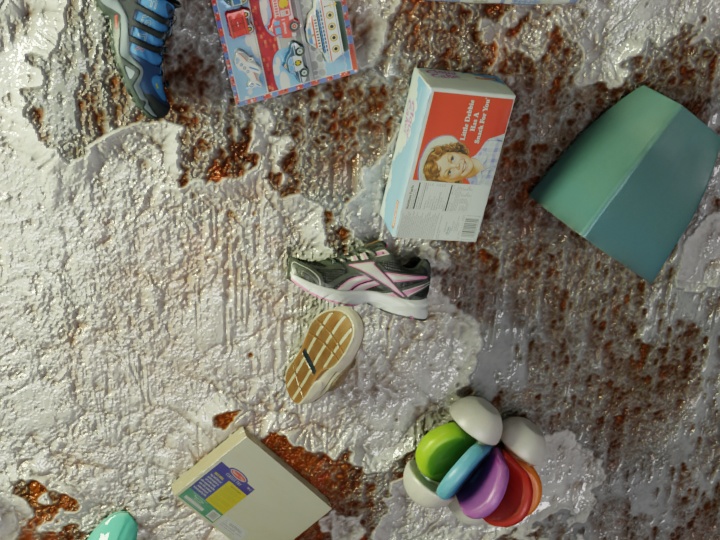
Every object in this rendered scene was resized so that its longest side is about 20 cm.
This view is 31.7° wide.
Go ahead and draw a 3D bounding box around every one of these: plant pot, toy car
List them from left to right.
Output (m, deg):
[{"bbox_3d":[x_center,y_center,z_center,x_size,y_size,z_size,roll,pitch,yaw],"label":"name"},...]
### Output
[{"bbox_3d":[0.171,0.290,1.778,0.199,0.150,0.175,27,109,-30],"label":"toy car"},{"bbox_3d":[0.347,-0.121,1.602,0.141,0.141,0.200,29,100,-31],"label":"plant pot"}]

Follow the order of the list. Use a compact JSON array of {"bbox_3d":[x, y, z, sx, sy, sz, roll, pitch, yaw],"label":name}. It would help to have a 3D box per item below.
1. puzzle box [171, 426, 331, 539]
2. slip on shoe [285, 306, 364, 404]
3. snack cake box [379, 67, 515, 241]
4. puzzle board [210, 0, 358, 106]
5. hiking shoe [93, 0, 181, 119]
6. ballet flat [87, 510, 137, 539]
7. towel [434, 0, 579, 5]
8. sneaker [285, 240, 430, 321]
[{"bbox_3d":[-0.149,0.314,1.757,0.133,0.025,0.200,-38,124,7],"label":"puzzle box"},{"bbox_3d":[-0.033,0.108,1.615,0.060,0.076,0.200,-9,149,-32],"label":"slip on shoe"},{"bbox_3d":[0.103,-0.138,1.544,0.114,0.067,0.201,4,119,-19],"label":"snack cake box"},{"bbox_3d":[-0.088,-0.291,1.415,0.150,0.017,0.201,-17,125,-9],"label":"puzzle board"},{"bbox_3d":[-0.227,-0.255,1.352,0.086,0.074,0.201,-19,124,-7],"label":"hiking shoe"},{"bbox_3d":[-0.363,0.418,1.719,0.067,0.070,0.200,31,106,-31],"label":"ballet flat"},{"bbox_3d":[0.176,-0.377,1.451,0.199,0.024,0.147,-3,123,-15],"label":"towel"},{"bbox_3d":[0.000,0.000,1.601,0.199,0.080,0.087,12,95,-26],"label":"sneaker"}]
